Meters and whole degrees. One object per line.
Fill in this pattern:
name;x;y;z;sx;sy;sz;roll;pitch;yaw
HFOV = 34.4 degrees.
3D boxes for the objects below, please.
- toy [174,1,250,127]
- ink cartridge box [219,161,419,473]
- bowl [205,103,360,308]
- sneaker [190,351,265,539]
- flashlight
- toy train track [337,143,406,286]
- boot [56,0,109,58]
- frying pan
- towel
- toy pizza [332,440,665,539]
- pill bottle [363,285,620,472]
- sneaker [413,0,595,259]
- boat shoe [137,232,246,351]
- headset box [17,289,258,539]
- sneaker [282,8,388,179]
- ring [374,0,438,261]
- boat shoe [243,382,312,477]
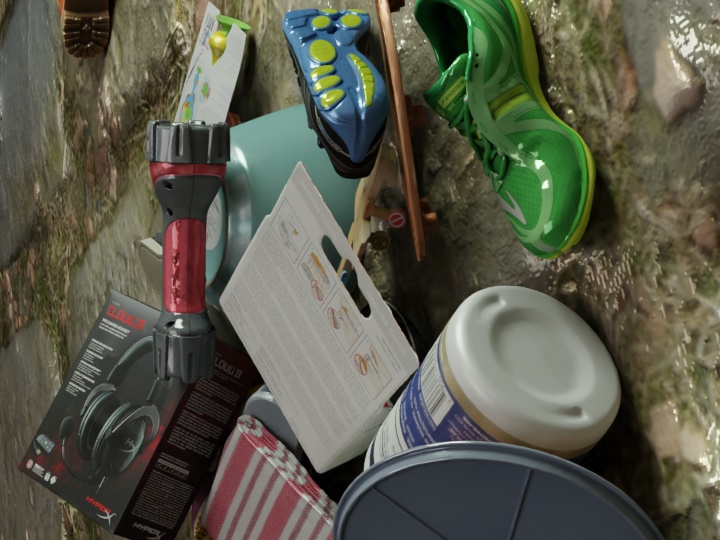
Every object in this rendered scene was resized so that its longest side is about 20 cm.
toy;-0.141;-0.146;1.133;0.115;0.047;0.202;47;127;52
ink cartridge box;-0.022;0.035;0.826;0.162;0.050;0.200;58;144;15
bowl;-0.089;-0.042;0.994;0.200;0.104;0.204;9;100;59
sneaker;-0.113;0.166;1.090;0.202;0.074;0.091;-65;31;29
flashlight;-0.135;-0.015;0.910;0.067;0.067;0.203;6;99;30
toy train track;0.000;0.000;0.891;0.115;0.032;0.202;-88;16;-59
boot;-0.344;-0.379;1.447;0.201;0.074;0.108;-66;34;38
frying pan;0.015;0.115;0.892;0.115;0.031;0.193;45;131;53
towel;-0.048;0.227;0.941;0.200;0.030;0.147;43;133;19
toy pizza;0.081;0.165;0.669;0.032;0.198;0.201;-67;4;-50
pill bottle;0.068;0.114;0.727;0.201;0.110;0.112;-61;42;42
sneaker;0.080;-0.093;0.719;0.074;0.083;0.202;-50;50;48
boat shoe;-0.145;0.013;1.107;0.199;0.062;0.074;36;138;46
headset box;-0.190;0.120;1.023;0.148;0.077;0.202;20;80;39
sneaker;-0.020;-0.138;0.871;0.201;0.070;0.084;-103;13;-51
ring;0.031;-0.108;0.785;0.200;0.019;0.204;-10;-90;-88
boat shoe;-0.073;0.160;0.994;0.073;0.068;0.201;25;129;19
